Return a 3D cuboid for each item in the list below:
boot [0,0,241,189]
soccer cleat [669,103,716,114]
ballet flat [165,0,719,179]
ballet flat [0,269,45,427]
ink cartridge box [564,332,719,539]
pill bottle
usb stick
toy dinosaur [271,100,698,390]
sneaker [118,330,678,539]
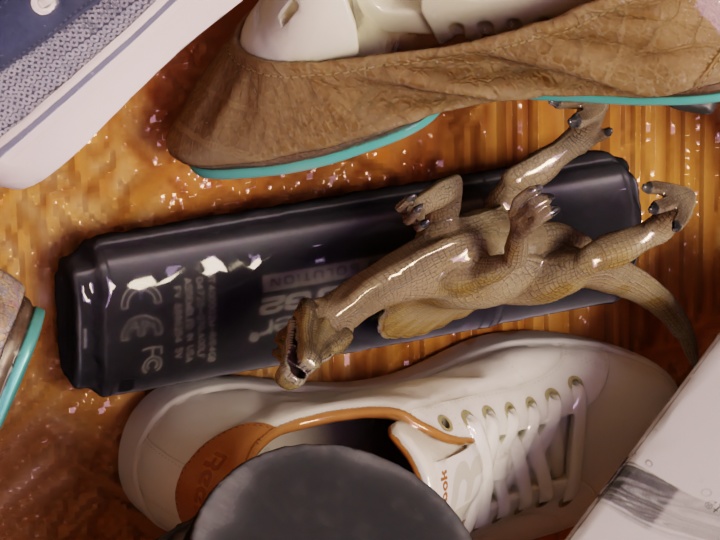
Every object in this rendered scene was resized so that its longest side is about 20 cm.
[{"bbox_3d":[-0.072,-0.111,0.832,0.090,0.073,0.200,34,112,-30],"label":"boot"},{"bbox_3d":[0.050,-0.120,0.932,0.200,0.070,0.087,23,61,-20],"label":"soccer cleat"},{"bbox_3d":[0.025,-0.076,0.871,0.072,0.199,0.068,66,31,-31],"label":"ballet flat"},{"bbox_3d":[-0.157,0.087,0.894,0.067,0.068,0.201,20,91,-10],"label":"ballet flat"},{"bbox_3d":[0.138,0.111,0.933,0.200,0.145,0.084,-49,166,-29],"label":"ink cartridge box"},{"bbox_3d":[-0.032,0.138,0.880,0.112,0.112,0.200,-8,148,-24],"label":"pill bottle"},{"bbox_3d":[0.000,0.000,0.954,0.199,0.033,0.056,-10,119,-23],"label":"usb stick"},{"bbox_3d":[0.052,-0.007,0.925,0.200,0.058,0.101,-4,148,-44],"label":"toy dinosaur"},{"bbox_3d":[0.029,0.067,0.959,0.199,0.085,0.073,-6,106,-27],"label":"sneaker"}]
